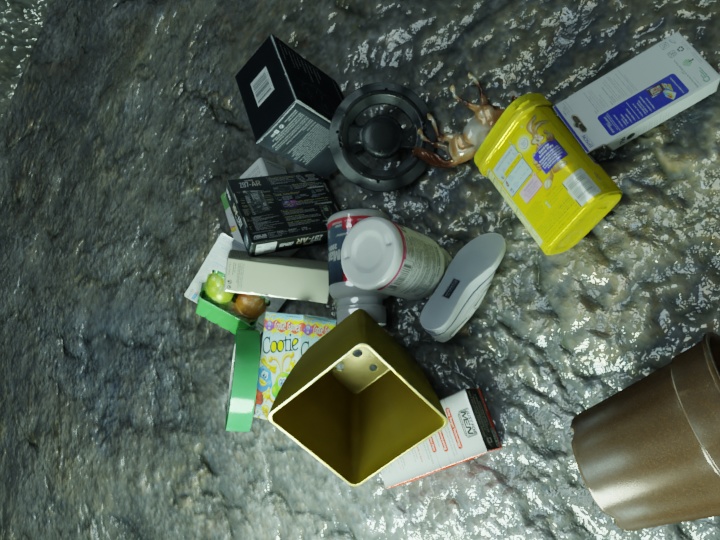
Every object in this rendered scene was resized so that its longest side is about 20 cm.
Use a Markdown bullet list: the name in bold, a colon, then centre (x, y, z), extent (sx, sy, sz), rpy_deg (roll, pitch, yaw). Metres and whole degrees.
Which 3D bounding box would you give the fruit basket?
- **fruit basket**: centre (-0.248, 0.033, 1.196), extent (0.200, 0.184, 0.094), rpy_deg (-53, 15, 27)

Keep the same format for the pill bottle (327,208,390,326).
- **pill bottle**: centre (0.000, 0.000, 1.048), extent (0.119, 0.119, 0.202), rpy_deg (-11, 74, 35)

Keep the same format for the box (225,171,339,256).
- **box**: centre (-0.148, -0.118, 1.137), extent (0.161, 0.199, 0.044), rpy_deg (63, 149, 27)

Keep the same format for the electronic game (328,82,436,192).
- **electronic game**: centre (0.040, -0.246, 1.062), extent (0.198, 0.042, 0.202), rpy_deg (0, 91, 2)

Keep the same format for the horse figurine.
- **horse figurine**: centre (0.182, -0.248, 0.996), extent (0.200, 0.050, 0.133), rpy_deg (-46, 77, 10)

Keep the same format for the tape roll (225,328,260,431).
- **tape roll**: centre (-0.237, 0.219, 1.154), extent (0.200, 0.048, 0.202), rpy_deg (-172, 90, -76)

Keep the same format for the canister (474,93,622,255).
- **canister**: centre (0.277, -0.142, 0.869), extent (0.201, 0.086, 0.149), rpy_deg (61, 142, 26)

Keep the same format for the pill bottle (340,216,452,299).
- **pill bottle**: centre (0.069, -0.012, 0.946), extent (0.113, 0.199, 0.114), rpy_deg (-8, 76, 35)

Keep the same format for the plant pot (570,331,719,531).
- **plant pot**: centre (0.377, 0.206, 0.687), extent (0.198, 0.199, 0.202), rpy_deg (-36, 61, 34)

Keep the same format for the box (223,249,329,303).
- **box**: centre (-0.159, 0.011, 1.108), extent (0.082, 0.198, 0.069), rpy_deg (-121, 40, -73)

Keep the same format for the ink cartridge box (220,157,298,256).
- **ink cartridge box**: centre (-0.207, -0.116, 1.248), extent (0.144, 0.084, 0.201), rpy_deg (-36, 61, 26)

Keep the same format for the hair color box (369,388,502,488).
- **hair color box**: centre (0.118, 0.275, 0.939), extent (0.199, 0.061, 0.102), rpy_deg (-31, 64, 29)

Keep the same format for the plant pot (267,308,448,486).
- **plant pot**: centre (-0.003, 0.183, 0.932), extent (0.200, 0.200, 0.177), rpy_deg (-39, 21, 18)

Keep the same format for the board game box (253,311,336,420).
- **board game box**: centre (-0.126, 0.187, 1.114), extent (0.104, 0.103, 0.202), rpy_deg (1, 81, 37)

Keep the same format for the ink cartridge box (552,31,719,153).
- **ink cartridge box**: centre (0.389, -0.246, 0.824), extent (0.199, 0.039, 0.100), rpy_deg (-29, 64, 10)

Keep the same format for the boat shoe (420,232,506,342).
- **boat shoe**: centre (0.173, 0.028, 0.946), extent (0.200, 0.065, 0.073), rpy_deg (-49, 46, -6)

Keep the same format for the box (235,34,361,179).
- **box**: centre (-0.122, -0.321, 1.147), extent (0.124, 0.196, 0.201), rpy_deg (-38, 55, 27)
